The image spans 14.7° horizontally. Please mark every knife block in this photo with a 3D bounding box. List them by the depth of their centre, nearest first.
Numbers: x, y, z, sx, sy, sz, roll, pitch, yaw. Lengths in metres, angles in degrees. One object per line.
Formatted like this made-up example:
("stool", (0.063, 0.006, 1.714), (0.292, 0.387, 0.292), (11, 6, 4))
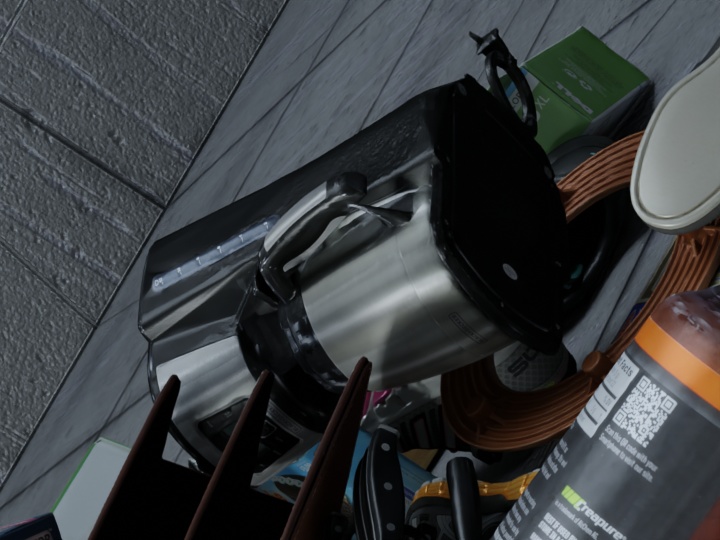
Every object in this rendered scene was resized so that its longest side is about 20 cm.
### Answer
("knife block", (0.028, 0.165, 1.221), (0.200, 0.064, 0.176), (-154, 71, -74))

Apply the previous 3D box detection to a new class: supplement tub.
("supplement tub", (0.133, 0.083, 1.108), (0.200, 0.107, 0.107), (-54, 10, 7))

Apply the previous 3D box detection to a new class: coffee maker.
("coffee maker", (0.000, 0.000, 1.435), (0.200, 0.135, 0.192), (-27, 16, 28))

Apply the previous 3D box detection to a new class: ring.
("ring", (0.110, 0.004, 1.415), (0.200, 0.019, 0.201), (-38, 28, 25))

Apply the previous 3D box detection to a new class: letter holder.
("letter holder", (-0.074, 0.130, 1.280), (0.200, 0.100, 0.142), (-67, -7, -46))

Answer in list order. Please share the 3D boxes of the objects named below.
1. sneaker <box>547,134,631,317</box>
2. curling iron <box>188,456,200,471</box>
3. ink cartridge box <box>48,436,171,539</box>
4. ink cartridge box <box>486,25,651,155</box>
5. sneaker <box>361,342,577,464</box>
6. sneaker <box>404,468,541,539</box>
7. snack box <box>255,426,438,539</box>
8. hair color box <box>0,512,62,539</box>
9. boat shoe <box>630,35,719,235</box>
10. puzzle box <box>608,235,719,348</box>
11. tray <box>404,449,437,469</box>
("sneaker", (0.087, 0.008, 1.632), (0.200, 0.075, 0.079), (-54, 13, 16))
("curling iron", (-0.065, 0.185, 1.576), (0.026, 0.200, 0.050), (-22, 32, -21))
("ink cartridge box", (-0.090, 0.205, 1.474), (0.083, 0.200, 0.147), (13, 69, 53))
("ink cartridge box", (0.104, -0.078, 1.706), (0.104, 0.059, 0.200), (-53, -7, 22))
("sneaker", (0.044, 0.077, 1.561), (0.200, 0.087, 0.074), (-34, 27, 40))
("sneaker", (0.064, 0.145, 1.326), (0.077, 0.078, 0.200), (-66, 13, -19))
("snack box", (-0.011, 0.138, 1.567), (0.037, 0.116, 0.200), (-60, 11, -22))
("hair color box", (-0.168, 0.227, 1.343), (0.100, 0.200, 0.061), (-18, 1, 29))
("boat shoe", (0.196, -0.092, 1.370), (0.200, 0.067, 0.057), (-61, -33, -20))
("puzzle box", (0.194, -0.028, 1.383), (0.200, 0.025, 0.133), (-59, 10, -13))
("tray", (0.029, 0.094, 1.742), (0.200, 0.037, 0.099), (-57, 10, -6))
